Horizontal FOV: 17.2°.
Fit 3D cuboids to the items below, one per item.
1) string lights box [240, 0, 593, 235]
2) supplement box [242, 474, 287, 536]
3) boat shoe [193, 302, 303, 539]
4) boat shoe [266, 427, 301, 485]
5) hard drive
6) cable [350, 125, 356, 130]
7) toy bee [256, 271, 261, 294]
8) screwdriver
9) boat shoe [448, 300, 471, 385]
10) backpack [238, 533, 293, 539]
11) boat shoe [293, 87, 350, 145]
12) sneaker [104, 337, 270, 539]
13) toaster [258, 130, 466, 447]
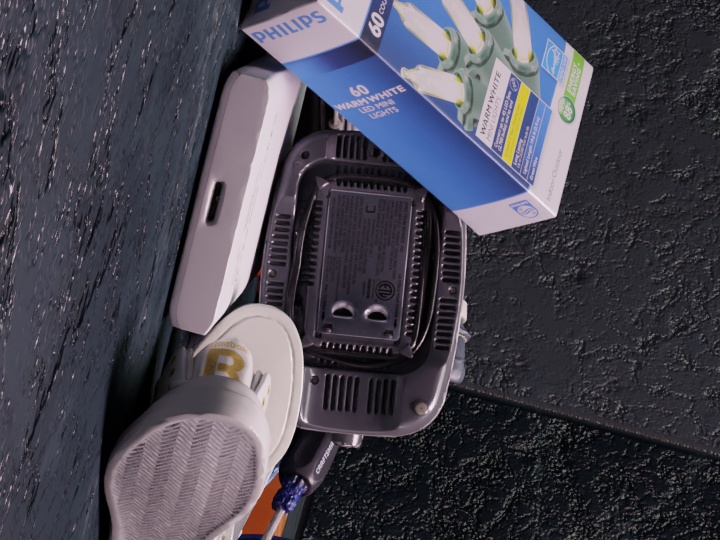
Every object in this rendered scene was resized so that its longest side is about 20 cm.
[{"bbox_3d":[0.033,-0.117,1.252,0.059,0.200,0.103,-13,-129,41],"label":"string lights box"},{"bbox_3d":[-0.068,0.114,1.641,0.200,0.066,0.069,-71,172,-69],"label":"supplement box"},{"bbox_3d":[-0.081,0.101,1.289,0.062,0.072,0.201,-92,-161,-69],"label":"boat shoe"},{"bbox_3d":[-0.075,0.091,1.429,0.200,0.084,0.069,-43,159,-55],"label":"boat shoe"},{"bbox_3d":[-0.062,-0.048,1.273,0.200,0.027,0.133,-59,164,-80],"label":"hard drive"},{"bbox_3d":[0.015,-0.178,1.663,0.200,0.069,0.201,-72,173,-52],"label":"cable"},{"bbox_3d":[-0.018,-0.012,1.544,0.108,0.131,0.201,-14,130,-53],"label":"toy bee"},{"bbox_3d":[-0.051,0.145,1.344,0.200,0.028,0.029,-59,162,-51],"label":"screwdriver"},{"bbox_3d":[-0.010,0.066,1.539,0.075,0.199,0.062,21,61,-49],"label":"boat shoe"},{"bbox_3d":[-0.064,0.250,1.378,0.154,0.199,0.192,72,27,-61],"label":"backpack"},{"bbox_3d":[-0.018,-0.119,1.469,0.074,0.060,0.201,-54,158,-80],"label":"boat shoe"},{"bbox_3d":[-0.079,0.071,1.151,0.200,0.073,0.116,119,-13,-58],"label":"sneaker"},{"bbox_3d":[0.000,0.000,1.360,0.129,0.113,0.202,129,-35,-87],"label":"toaster"}]
